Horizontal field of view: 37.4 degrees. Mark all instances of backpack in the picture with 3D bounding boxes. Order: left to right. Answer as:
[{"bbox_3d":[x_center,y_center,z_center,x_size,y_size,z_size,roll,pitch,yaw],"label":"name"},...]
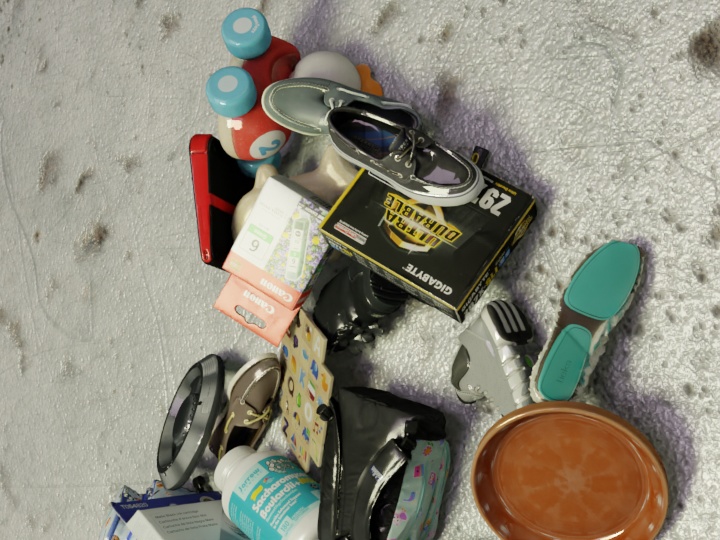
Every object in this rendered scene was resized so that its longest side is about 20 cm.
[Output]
[{"bbox_3d":[-0.297,0.400,1.487,0.191,0.154,0.200,-130,55,-71],"label":"backpack"},{"bbox_3d":[0.027,0.250,1.260,0.167,0.127,0.200,14,96,51],"label":"backpack"}]

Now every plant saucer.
[{"bbox_3d":[0.215,0.220,1.097,0.200,0.032,0.200,7,118,14],"label":"plant saucer"}]

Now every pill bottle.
[{"bbox_3d":[-0.105,0.308,1.382,0.200,0.111,0.111,31,107,38],"label":"pill bottle"}]

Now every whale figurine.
[{"bbox_3d":[-0.074,-0.079,1.401,0.200,0.104,0.159,-43,86,16],"label":"whale figurine"}]

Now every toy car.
[{"bbox_3d":[-0.074,-0.222,1.379,0.200,0.184,0.177,5,65,11],"label":"toy car"}]

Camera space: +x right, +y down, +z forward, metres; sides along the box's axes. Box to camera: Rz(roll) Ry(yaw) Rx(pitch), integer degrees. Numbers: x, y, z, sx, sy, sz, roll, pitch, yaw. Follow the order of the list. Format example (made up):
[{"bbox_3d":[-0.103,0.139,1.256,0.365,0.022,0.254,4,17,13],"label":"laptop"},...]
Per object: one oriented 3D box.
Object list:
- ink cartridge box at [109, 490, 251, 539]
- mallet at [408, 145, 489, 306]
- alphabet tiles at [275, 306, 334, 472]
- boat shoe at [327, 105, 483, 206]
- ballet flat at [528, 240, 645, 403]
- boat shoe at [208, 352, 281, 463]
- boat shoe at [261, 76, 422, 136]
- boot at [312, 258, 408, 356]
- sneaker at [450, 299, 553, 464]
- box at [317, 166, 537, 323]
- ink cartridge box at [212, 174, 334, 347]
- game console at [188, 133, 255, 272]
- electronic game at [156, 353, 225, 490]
[{"bbox_3d":[-0.199,0.347,1.405,0.200,0.200,0.041,38,110,35],"label":"ink cartridge box"},{"bbox_3d":[0.116,-0.048,1.266,0.066,0.041,0.200,36,106,39],"label":"mallet"},{"bbox_3d":[-0.075,0.152,1.382,0.166,0.006,0.200,-132,45,-55],"label":"alphabet tiles"},{"bbox_3d":[0.045,-0.136,1.197,0.200,0.066,0.070,30,78,26],"label":"boat shoe"},{"bbox_3d":[0.232,0.058,1.122,0.072,0.072,0.200,23,78,40],"label":"ballet flat"},{"bbox_3d":[-0.153,0.195,1.455,0.200,0.072,0.060,-58,48,32],"label":"boat shoe"},{"bbox_3d":[-0.019,-0.195,1.292,0.062,0.200,0.073,-173,95,-79],"label":"boat shoe"},{"bbox_3d":[0.001,0.000,1.332,0.162,0.073,0.198,136,141,-53],"label":"boot"},{"bbox_3d":[0.163,0.143,1.193,0.115,0.075,0.200,-43,55,42],"label":"sneaker"},{"bbox_3d":[0.077,-0.056,1.218,0.200,0.049,0.160,32,77,25],"label":"box"},{"bbox_3d":[-0.108,-0.008,1.339,0.109,0.050,0.200,31,104,8],"label":"ink cartridge box"},{"bbox_3d":[-0.181,-0.082,1.435,0.031,0.200,0.177,-5,82,13],"label":"game console"},{"bbox_3d":[-0.239,0.214,1.507,0.200,0.042,0.200,-53,24,37],"label":"electronic game"}]
